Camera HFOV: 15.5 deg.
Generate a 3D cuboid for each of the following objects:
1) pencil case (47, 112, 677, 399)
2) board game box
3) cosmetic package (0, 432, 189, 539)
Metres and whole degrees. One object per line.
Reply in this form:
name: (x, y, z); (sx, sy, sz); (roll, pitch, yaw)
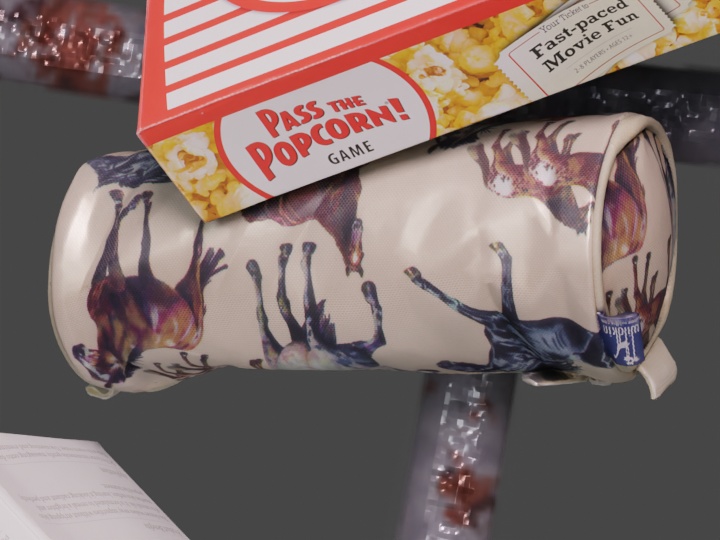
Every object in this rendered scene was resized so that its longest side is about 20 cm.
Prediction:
pencil case: (0.000, 0.000, 0.836); (0.200, 0.078, 0.090); (-2, 100, 21)
board game box: (0.031, -0.111, 0.813); (0.200, 0.046, 0.152); (-20, 43, 18)
cosmetic package: (-0.067, 0.144, 0.832); (0.081, 0.113, 0.200); (-48, 68, 10)
